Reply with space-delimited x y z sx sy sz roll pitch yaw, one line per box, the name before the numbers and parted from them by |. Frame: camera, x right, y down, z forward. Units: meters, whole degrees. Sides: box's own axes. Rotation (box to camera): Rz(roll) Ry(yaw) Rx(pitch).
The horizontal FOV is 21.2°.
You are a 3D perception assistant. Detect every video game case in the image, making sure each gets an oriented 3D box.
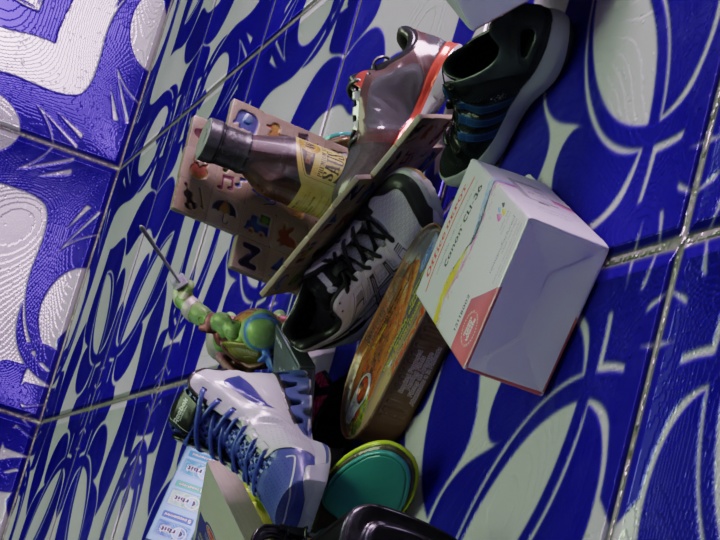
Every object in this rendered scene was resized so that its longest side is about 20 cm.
video game case | -0.064 0.163 1.731 0.143 0.019 0.201 -129 42 -73

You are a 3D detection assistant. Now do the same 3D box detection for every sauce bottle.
sauce bottle | -0.052 -0.086 1.758 0.066 0.199 0.066 -71 17 0

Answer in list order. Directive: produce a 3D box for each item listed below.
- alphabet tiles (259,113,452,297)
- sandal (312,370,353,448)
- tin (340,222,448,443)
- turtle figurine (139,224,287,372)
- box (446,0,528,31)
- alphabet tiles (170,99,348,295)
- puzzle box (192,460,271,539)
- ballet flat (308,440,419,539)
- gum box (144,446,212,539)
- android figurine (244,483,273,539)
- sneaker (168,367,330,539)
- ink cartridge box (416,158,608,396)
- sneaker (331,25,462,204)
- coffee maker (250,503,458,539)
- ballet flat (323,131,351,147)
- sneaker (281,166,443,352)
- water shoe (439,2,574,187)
alphabet tiles | 0.005 -0.058 1.665 0.200 0.008 0.167 -51 -13 16
sandal | -0.037 0.126 1.740 0.200 0.045 0.075 142 144 -63
tin | 0.039 0.056 1.583 0.112 0.042 0.200 -93 27 -63
turtle figurine | -0.104 0.022 1.883 0.144 0.200 0.194 -33 -7 -11
box | 0.109 -0.288 1.496 0.152 0.107 0.200 -28 23 3
alphabet tiles | -0.077 -0.064 1.791 0.008 0.199 0.168 -36 38 55
puzzle box | -0.102 0.270 1.626 0.200 0.025 0.133 -123 39 -53
ballet flat | -0.004 0.192 1.533 0.200 0.067 0.067 -62 -5 35
gum box | -0.162 0.245 1.813 0.170 0.044 0.200 102 -172 -51
android figurine | -0.106 0.268 1.758 0.200 0.041 0.182 110 161 -47
sneaker | -0.095 0.139 1.550 0.200 0.115 0.081 -110 35 -61
ink cartridge box | 0.100 -0.005 1.384 0.200 0.067 0.117 -121 52 -70
sneaker | 0.015 -0.134 1.718 0.200 0.082 0.077 -57 -5 -23
coffee maker | -0.022 0.238 1.343 0.200 0.134 0.193 -38 56 46
ballet flat | -0.039 -0.076 1.975 0.200 0.068 0.073 141 125 -62
sneaker | 0.000 0.000 1.644 0.088 0.076 0.200 -20 -33 -48
water shoe | 0.096 -0.148 1.548 0.200 0.079 0.072 125 159 -44
